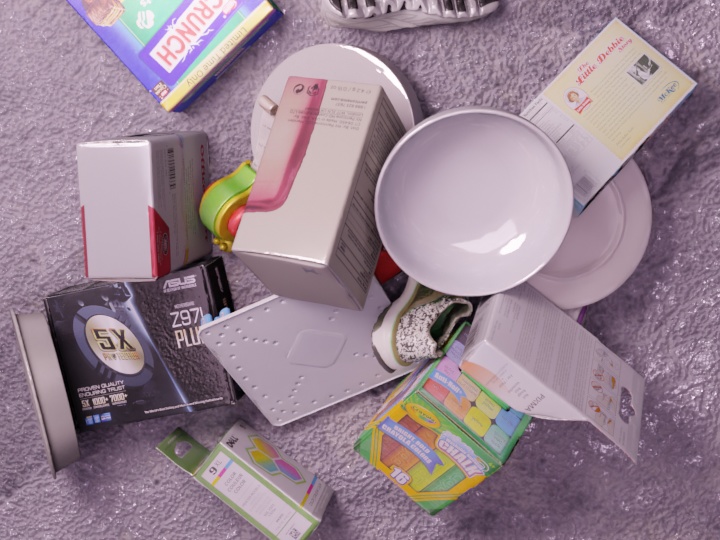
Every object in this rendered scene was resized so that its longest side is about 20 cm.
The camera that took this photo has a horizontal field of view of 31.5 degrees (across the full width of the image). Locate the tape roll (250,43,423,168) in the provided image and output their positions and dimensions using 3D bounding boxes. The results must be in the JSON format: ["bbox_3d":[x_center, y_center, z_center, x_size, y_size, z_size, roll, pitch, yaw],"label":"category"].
[{"bbox_3d":[-0.026,-0.151,1.419,0.202,0.037,0.204,3,97,21],"label":"tape roll"}]

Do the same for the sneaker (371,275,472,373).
[{"bbox_3d":[0.094,0.032,1.392,0.088,0.200,0.077,3,140,38],"label":"sneaker"}]

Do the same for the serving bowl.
[{"bbox_3d":[0.113,-0.077,1.295,0.199,0.066,0.201,0,114,0],"label":"serving bowl"}]

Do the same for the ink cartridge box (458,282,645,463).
[{"bbox_3d":[0.201,0.104,1.315,0.200,0.162,0.050,40,120,-7],"label":"ink cartridge box"}]

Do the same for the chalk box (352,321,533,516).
[{"bbox_3d":[0.107,0.154,1.383,0.124,0.124,0.200,41,139,0],"label":"chalk box"}]

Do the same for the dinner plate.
[{"bbox_3d":[0.216,-0.058,1.369,0.199,0.024,0.201,0,93,0],"label":"dinner plate"}]

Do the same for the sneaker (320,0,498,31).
[{"bbox_3d":[0.051,-0.297,1.396,0.199,0.081,0.076,-2,76,-11],"label":"sneaker"}]

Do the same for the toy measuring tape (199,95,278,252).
[{"bbox_3d":[-0.138,-0.099,1.417,0.073,0.074,0.201,19,126,4],"label":"toy measuring tape"}]

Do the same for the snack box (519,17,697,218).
[{"bbox_3d":[0.250,-0.164,1.351,0.116,0.037,0.200,42,72,10],"label":"snack box"}]

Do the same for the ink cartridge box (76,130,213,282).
[{"bbox_3d":[-0.231,-0.075,1.399,0.082,0.200,0.147,-1,98,10],"label":"ink cartridge box"}]

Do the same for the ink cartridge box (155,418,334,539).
[{"bbox_3d":[-0.131,0.234,1.482,0.200,0.104,0.059,37,101,1],"label":"ink cartridge box"}]

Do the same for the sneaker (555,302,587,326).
[{"bbox_3d":[0.210,0.019,1.429,0.099,0.075,0.201,15,92,11],"label":"sneaker"}]

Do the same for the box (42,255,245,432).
[{"bbox_3d":[-0.245,0.084,1.482,0.199,0.086,0.165,-10,97,9],"label":"box"}]

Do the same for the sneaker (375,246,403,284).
[{"bbox_3d":[0.000,0.000,1.438,0.200,0.085,0.077,-44,92,12],"label":"sneaker"}]

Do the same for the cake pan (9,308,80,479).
[{"bbox_3d":[-0.359,0.137,1.461,0.037,0.200,0.201,-14,98,-16],"label":"cake pan"}]

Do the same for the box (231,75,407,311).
[{"bbox_3d":[-0.035,-0.078,1.302,0.108,0.128,0.201,10,71,22],"label":"box"}]

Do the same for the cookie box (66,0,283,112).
[{"bbox_3d":[-0.215,-0.306,1.423,0.171,0.075,0.200,-42,93,10],"label":"cookie box"}]

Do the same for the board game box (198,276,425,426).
[{"bbox_3d":[-0.051,0.079,1.428,0.199,0.026,0.200,-23,135,9],"label":"board game box"}]
